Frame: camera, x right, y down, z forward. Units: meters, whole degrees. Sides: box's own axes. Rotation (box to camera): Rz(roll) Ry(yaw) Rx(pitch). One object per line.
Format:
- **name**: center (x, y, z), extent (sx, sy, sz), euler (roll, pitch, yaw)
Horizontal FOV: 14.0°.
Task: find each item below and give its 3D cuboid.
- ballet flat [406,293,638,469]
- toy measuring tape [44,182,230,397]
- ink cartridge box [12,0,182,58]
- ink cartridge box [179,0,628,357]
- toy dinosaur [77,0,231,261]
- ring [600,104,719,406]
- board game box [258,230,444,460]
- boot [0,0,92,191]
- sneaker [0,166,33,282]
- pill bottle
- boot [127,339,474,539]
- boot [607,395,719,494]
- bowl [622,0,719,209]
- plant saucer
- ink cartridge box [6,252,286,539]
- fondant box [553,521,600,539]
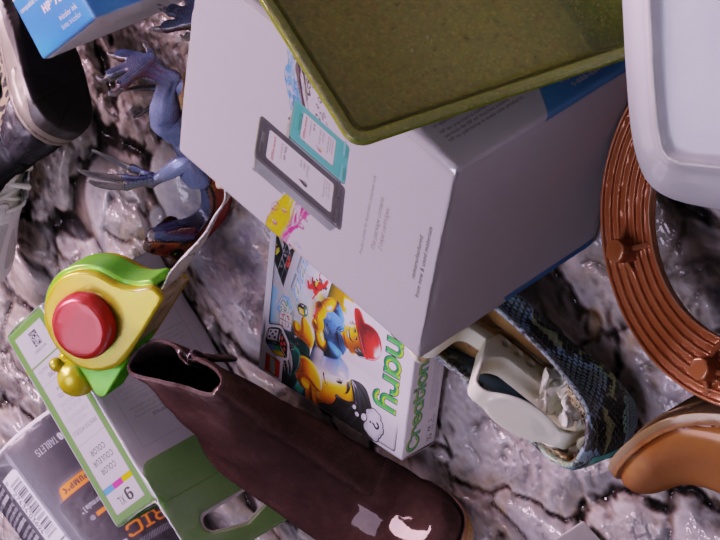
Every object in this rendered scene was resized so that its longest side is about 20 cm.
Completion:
- **ballet flat**: center (0.067, 0.041, 1.658), extent (0.199, 0.074, 0.074), euler (36, 134, 12)
- **toy measuring tape**: center (-0.143, -0.003, 1.803), extent (0.074, 0.073, 0.201), euler (45, 120, 21)
- **ink cartridge box**: center (-0.180, -0.243, 1.765), extent (0.067, 0.116, 0.201), euler (-29, 89, 50)
- **ink cartridge box**: center (0.022, -0.090, 1.595), extent (0.200, 0.146, 0.147), euler (41, 143, 26)
- **toy dinosaur**: center (-0.099, -0.072, 1.785), extent (0.199, 0.105, 0.182), euler (14, 147, 35)
- **ring**: center (0.197, -0.028, 1.500), extent (0.200, 0.019, 0.202), euler (1, 91, 46)
- **board game box**: center (0.000, 0.000, 1.764), extent (0.126, 0.035, 0.201), euler (30, 130, 33)
- **boot**: center (-0.244, -0.120, 1.859), extent (0.151, 0.073, 0.201), euler (-43, 48, 29)
- **sneaker**: center (-0.241, -0.072, 1.954), extent (0.115, 0.075, 0.202), euler (18, 120, 43)
- **pill bottle**: center (-0.158, 0.189, 1.981), extent (0.200, 0.106, 0.106), euler (51, 139, 14)
- **boot**: center (-0.039, 0.116, 1.781), extent (0.199, 0.073, 0.166), euler (20, 164, 47)
- **boot**: center (0.232, 0.126, 1.558), extent (0.200, 0.077, 0.156), euler (-30, 86, 40)
- **bowl**: center (0.210, -0.119, 1.395), extent (0.198, 0.075, 0.202), euler (4, 104, 28)
- **plant saucer**: center (0.028, -0.154, 1.506), extent (0.201, 0.199, 0.048), euler (58, 152, 24)
- **ink cartridge box**: center (-0.132, 0.098, 1.905), extent (0.201, 0.104, 0.059), euler (58, 140, 6)
- **fondant box**: center (0.067, 0.252, 1.740), extent (0.058, 0.144, 0.200), euler (46, 137, 18)
